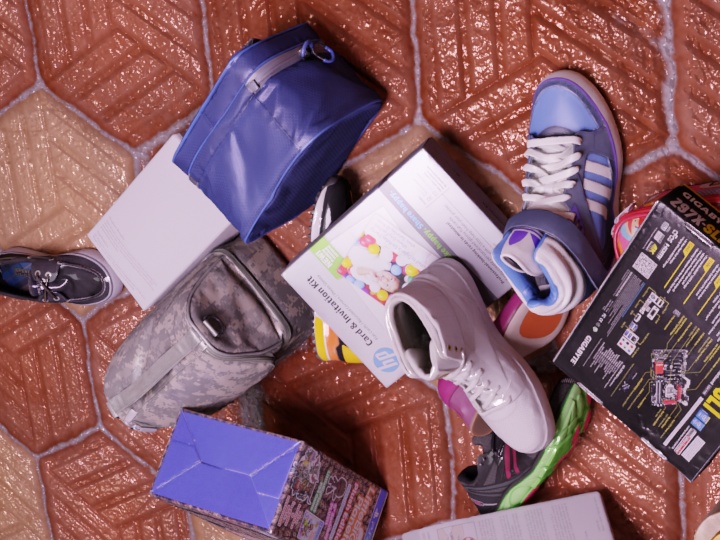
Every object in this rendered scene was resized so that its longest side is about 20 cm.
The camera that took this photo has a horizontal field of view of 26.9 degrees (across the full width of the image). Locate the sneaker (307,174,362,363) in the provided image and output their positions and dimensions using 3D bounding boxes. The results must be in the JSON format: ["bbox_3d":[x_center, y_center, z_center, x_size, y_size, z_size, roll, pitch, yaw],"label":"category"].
[{"bbox_3d":[0.000,0.000,1.512,0.090,0.070,0.200,6,113,14],"label":"sneaker"}]

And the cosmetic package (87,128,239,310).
[{"bbox_3d":[-0.192,-0.060,1.605,0.200,0.081,0.113,-39,86,39],"label":"cosmetic package"}]

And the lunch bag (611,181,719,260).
[{"bbox_3d":[0.301,0.025,1.294,0.176,0.082,0.200,-8,104,42],"label":"lunch bag"}]

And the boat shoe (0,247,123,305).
[{"bbox_3d":[-0.370,0.010,1.771,0.200,0.066,0.070,10,116,32],"label":"boat shoe"}]

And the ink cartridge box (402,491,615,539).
[{"bbox_3d":[0.150,0.303,1.417,0.200,0.160,0.047,-13,136,3],"label":"ink cartridge box"}]

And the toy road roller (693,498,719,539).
[{"bbox_3d":[0.404,0.243,1.293,0.200,0.123,0.146,38,113,15],"label":"toy road roller"}]

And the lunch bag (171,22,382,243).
[{"bbox_3d":[-0.085,-0.144,1.453,0.132,0.136,0.200,45,129,10],"label":"lunch bag"}]

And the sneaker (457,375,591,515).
[{"bbox_3d":[0.154,0.169,1.462,0.084,0.077,0.200,42,126,12],"label":"sneaker"}]

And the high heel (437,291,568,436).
[{"bbox_3d":[0.131,0.056,1.447,0.200,0.067,0.096,-60,38,21],"label":"high heel"}]

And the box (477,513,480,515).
[{"bbox_3d":[0.124,0.356,1.484,0.152,0.200,0.106,31,124,21],"label":"box"}]

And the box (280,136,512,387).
[{"bbox_3d":[0.046,-0.005,1.436,0.200,0.041,0.156,-40,96,26],"label":"box"}]

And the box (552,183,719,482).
[{"bbox_3d":[0.269,0.054,1.244,0.160,0.049,0.200,40,130,17],"label":"box"}]

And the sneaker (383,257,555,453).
[{"bbox_3d":[0.091,0.095,1.358,0.074,0.116,0.200,-34,88,36],"label":"sneaker"}]

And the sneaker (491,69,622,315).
[{"bbox_3d":[0.165,-0.061,1.303,0.080,0.146,0.200,2,112,35],"label":"sneaker"}]

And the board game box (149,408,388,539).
[{"bbox_3d":[-0.093,0.234,1.580,0.159,0.200,0.097,11,73,32],"label":"board game box"}]

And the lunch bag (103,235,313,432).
[{"bbox_3d":[-0.168,0.077,1.591,0.139,0.168,0.200,54,131,4],"label":"lunch bag"}]
